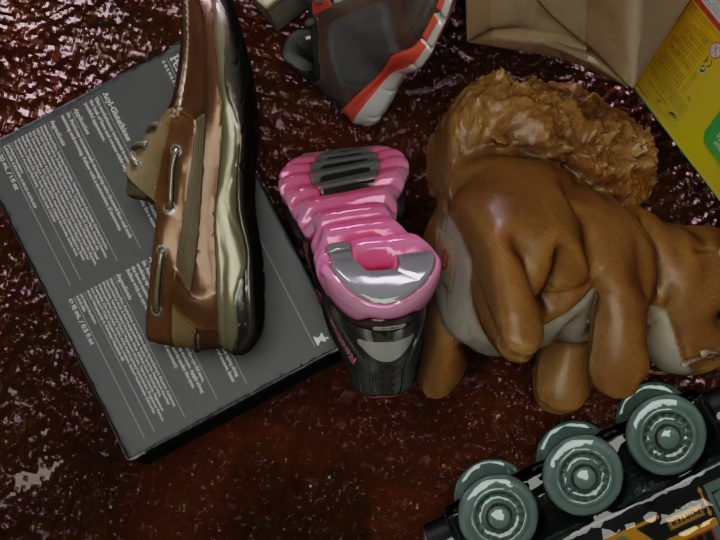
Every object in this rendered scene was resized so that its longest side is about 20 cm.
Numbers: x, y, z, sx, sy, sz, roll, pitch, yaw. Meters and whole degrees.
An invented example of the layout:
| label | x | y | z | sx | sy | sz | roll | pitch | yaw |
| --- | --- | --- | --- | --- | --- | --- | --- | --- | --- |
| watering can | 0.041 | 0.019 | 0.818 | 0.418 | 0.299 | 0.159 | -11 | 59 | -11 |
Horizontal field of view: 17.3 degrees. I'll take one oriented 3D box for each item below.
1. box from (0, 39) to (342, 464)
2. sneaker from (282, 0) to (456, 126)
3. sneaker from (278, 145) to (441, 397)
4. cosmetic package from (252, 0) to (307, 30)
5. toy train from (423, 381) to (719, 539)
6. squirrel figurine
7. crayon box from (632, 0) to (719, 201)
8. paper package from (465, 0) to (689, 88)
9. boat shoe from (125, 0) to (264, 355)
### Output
| label | x | y | z | sx | sy | sz | roll | pitch | yaw |
| --- | --- | --- | --- | --- | --- | --- | --- | --- | --- |
| box | -0.113 | -0.009 | 1.372 | 0.140 | 0.079 | 0.201 | -28 | 83 | 1 |
| sneaker | 0.006 | -0.152 | 1.319 | 0.082 | 0.200 | 0.077 | 27 | 54 | -7 |
| sneaker | 0.000 | 0.000 | 1.330 | 0.078 | 0.200 | 0.096 | -8 | 121 | -3 |
| cosmetic package | -0.005 | -0.245 | 1.392 | 0.200 | 0.073 | 0.104 | -39 | 83 | 0 |
| toy train | 0.138 | 0.142 | 1.345 | 0.199 | 0.085 | 0.115 | -26 | 93 | 1 |
| squirrel figurine | 0.132 | -0.022 | 1.320 | 0.185 | 0.142 | 0.201 | 0 | 71 | -19 |
| crayon box | 0.245 | -0.077 | 1.287 | 0.119 | 0.058 | 0.200 | -55 | 51 | 31 |
| paper package | 0.140 | -0.232 | 1.257 | 0.103 | 0.191 | 0.200 | 16 | 47 | 22 |
| boat shoe | -0.094 | -0.053 | 1.303 | 0.073 | 0.076 | 0.202 | -3 | 82 | 5 |
